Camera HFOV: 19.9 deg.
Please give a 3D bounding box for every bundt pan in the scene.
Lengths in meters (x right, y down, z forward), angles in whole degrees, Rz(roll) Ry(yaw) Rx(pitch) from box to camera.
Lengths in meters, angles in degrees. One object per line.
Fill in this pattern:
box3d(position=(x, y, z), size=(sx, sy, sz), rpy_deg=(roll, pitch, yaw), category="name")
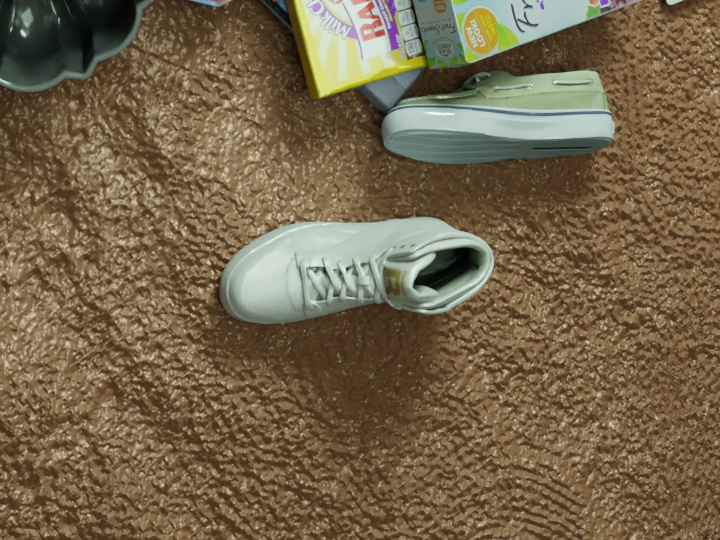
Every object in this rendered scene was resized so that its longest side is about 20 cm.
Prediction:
box3d(position=(-0.236, -0.230, 1.418), size=(0.200, 0.076, 0.204), rpy_deg=(-2, 112, -5), category="bundt pan")

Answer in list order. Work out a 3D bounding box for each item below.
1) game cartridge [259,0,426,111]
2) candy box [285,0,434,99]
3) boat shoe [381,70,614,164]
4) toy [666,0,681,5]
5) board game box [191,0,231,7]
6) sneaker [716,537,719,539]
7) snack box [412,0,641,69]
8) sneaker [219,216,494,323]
box3d(position=(-0.012, -0.231, 1.552), size=(0.200, 0.038, 0.130), rpy_deg=(42, 76, -19), category="game cartridge")
box3d(position=(-0.014, -0.238, 1.520), size=(0.101, 0.026, 0.202), rpy_deg=(-18, 101, -15), category="candy box")
box3d(position=(0.105, -0.123, 1.597), size=(0.198, 0.072, 0.063), rpy_deg=(-1, 73, -26), category="boat shoe")
box3d(position=(0.323, -0.304, 1.667), size=(0.199, 0.047, 0.116), rpy_deg=(-23, 104, -17), category="toy")
box3d(position=(-0.140, -0.280, 1.460), size=(0.198, 0.039, 0.159), rpy_deg=(14, 97, -4), category="board game box")
box3d(position=(0.287, 0.268, 1.703), size=(0.198, 0.078, 0.091), rpy_deg=(4, 75, -25), category="sneaker")
box3d(position=(0.121, -0.248, 1.562), size=(0.199, 0.053, 0.144), rpy_deg=(-23, 102, -36), category="snack box")
box3d(position=(0.000, 0.000, 1.533), size=(0.198, 0.115, 0.074), rpy_deg=(-14, 101, -18), category="sneaker")
